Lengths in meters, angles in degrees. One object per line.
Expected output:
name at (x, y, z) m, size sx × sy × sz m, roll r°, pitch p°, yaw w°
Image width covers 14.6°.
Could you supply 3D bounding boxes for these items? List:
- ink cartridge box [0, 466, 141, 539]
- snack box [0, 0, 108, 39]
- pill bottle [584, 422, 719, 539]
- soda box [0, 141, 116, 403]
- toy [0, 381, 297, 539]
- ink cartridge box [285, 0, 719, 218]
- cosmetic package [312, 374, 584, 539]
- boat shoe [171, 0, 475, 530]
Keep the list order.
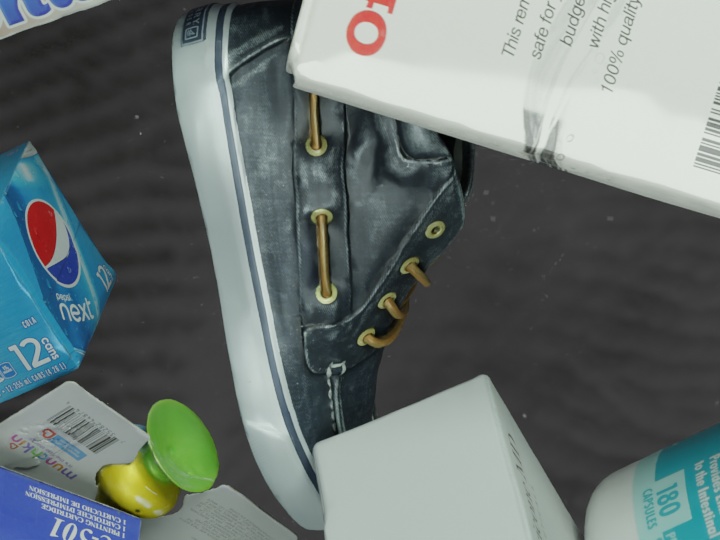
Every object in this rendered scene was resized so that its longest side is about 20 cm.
ink cartridge box at (-0.168, 0.136, 1.030) m, size 0.094 × 0.044 × 0.200 m, roll 23°, pitch 138°, yaw -23°
snack box at (-0.099, -0.105, 0.926) m, size 0.199 × 0.072 × 0.024 m, roll -17°, pitch 117°, yaw 17°
pill bottle at (0.185, 0.085, 0.970) m, size 0.199 × 0.111 × 0.111 m, roll -28°, pitch 112°, yaw 21°
soda box at (-0.191, 0.030, 1.017) m, size 0.199 × 0.068 × 0.064 m, roll -24°, pitch 114°, yaw 20°
toy at (-0.131, 0.096, 1.051) m, size 0.199 × 0.047 × 0.115 m, roll -28°, pitch 130°, yaw 35°
ink cartridge box at (0.091, -0.099, 0.870) m, size 0.199 × 0.084 × 0.147 m, roll 17°, pitch 95°, yaw -1°
cosmetic package at (0.058, 0.144, 0.992) m, size 0.071 × 0.102 × 0.200 m, roll -23°, pitch 132°, yaw 10°
boat shoe at (0.000, 0.000, 0.971) m, size 0.090 × 0.071 × 0.202 m, roll -6°, pitch 117°, yaw 13°
